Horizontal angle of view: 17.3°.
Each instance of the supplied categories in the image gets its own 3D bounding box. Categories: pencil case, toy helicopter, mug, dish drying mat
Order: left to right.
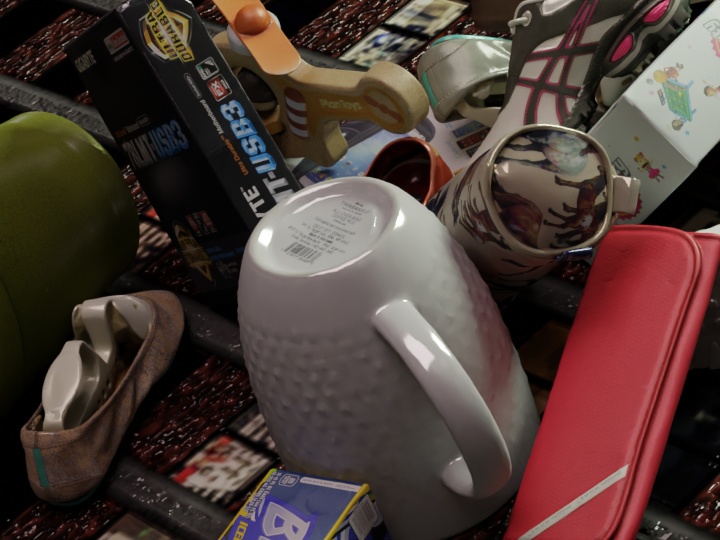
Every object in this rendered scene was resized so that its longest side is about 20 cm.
[{"bbox_3d":[-0.035,-0.123,1.528,0.200,0.132,0.079,7,43,47],"label":"toy helicopter"},{"bbox_3d":[0.019,0.053,1.297,0.148,0.176,0.200,-31,35,-13],"label":"mug"},{"bbox_3d":[0.087,-0.024,1.367,0.200,0.089,0.078,138,150,-73],"label":"pencil case"},{"bbox_3d":[0.137,0.066,1.285,0.077,0.018,0.200,5,66,37],"label":"dish drying mat"}]

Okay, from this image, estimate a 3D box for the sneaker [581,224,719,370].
[{"bbox_3d":[0.226,0.000,1.360,0.200,0.077,0.081,-11,23,9],"label":"sneaker"}]

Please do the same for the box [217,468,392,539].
[{"bbox_3d":[-0.060,0.197,1.244,0.070,0.064,0.200,6,42,35],"label":"box"}]

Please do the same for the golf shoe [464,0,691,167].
[{"bbox_3d":[0.117,-0.122,1.486,0.200,0.088,0.077,-48,-1,4],"label":"golf shoe"}]

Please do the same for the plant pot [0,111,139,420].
[{"bbox_3d":[-0.251,-0.008,1.543,0.200,0.201,0.193,8,33,37],"label":"plant pot"}]

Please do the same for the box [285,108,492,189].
[{"bbox_3d":[0.027,-0.068,1.582,0.200,0.042,0.119,-27,34,-3],"label":"box"}]

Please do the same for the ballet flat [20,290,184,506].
[{"bbox_3d":[-0.162,0.059,1.489,0.068,0.067,0.200,-8,36,20],"label":"ballet flat"}]

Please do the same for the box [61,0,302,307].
[{"bbox_3d":[-0.102,-0.074,1.464,0.050,0.199,0.200,-33,8,-16],"label":"box"}]

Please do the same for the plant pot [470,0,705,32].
[{"bbox_3d":[0.163,-0.263,1.596,0.200,0.175,0.200,-9,9,1],"label":"plant pot"}]

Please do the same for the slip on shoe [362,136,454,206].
[{"bbox_3d":[0.000,0.000,1.460,0.074,0.061,0.200,16,62,25],"label":"slip on shoe"}]

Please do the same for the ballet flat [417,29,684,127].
[{"bbox_3d":[0.134,-0.120,1.553,0.200,0.067,0.064,-3,61,-19],"label":"ballet flat"}]

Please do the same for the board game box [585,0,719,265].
[{"bbox_3d":[0.205,-0.110,1.450,0.200,0.064,0.148,-44,-3,-31],"label":"board game box"}]
